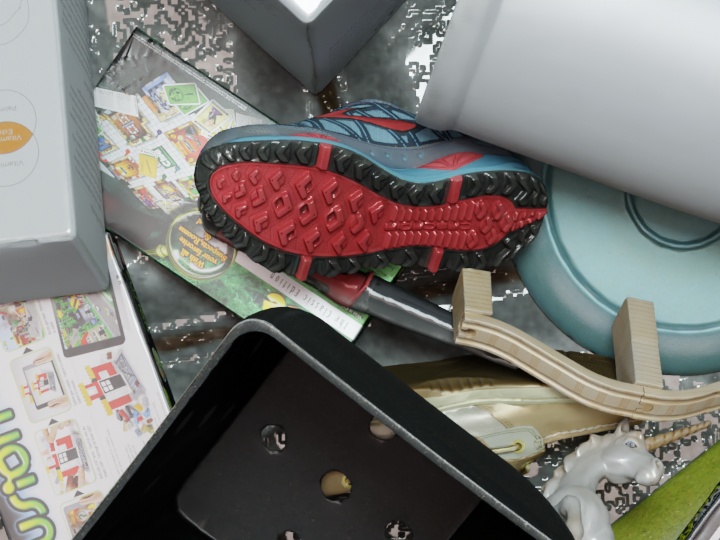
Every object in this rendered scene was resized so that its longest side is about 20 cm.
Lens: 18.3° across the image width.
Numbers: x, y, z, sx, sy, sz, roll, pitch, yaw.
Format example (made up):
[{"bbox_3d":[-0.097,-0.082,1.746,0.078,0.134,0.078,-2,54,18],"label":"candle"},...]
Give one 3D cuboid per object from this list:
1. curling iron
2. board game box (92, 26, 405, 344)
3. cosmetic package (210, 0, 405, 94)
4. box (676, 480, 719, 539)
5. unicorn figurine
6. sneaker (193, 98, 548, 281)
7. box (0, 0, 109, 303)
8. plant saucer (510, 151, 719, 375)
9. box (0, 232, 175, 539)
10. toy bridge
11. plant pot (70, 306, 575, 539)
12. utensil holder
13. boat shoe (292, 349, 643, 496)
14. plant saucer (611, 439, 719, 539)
[{"bbox_3d":[0.000,0.000,1.207,0.199,0.026,0.050,30,83,10],"label":"curling iron"},{"bbox_3d":[-0.071,-0.037,1.245,0.200,0.023,0.105,34,85,4],"label":"board game box"},{"bbox_3d":[-0.058,-0.216,1.170,0.199,0.200,0.123,42,87,3],"label":"cosmetic package"},{"bbox_3d":[0.251,0.192,1.162,0.200,0.044,0.160,38,88,4],"label":"box"},{"bbox_3d":[0.107,0.155,1.138,0.074,0.137,0.200,35,96,-11],"label":"unicorn figurine"},{"bbox_3d":[-0.004,-0.047,1.190,0.199,0.096,0.080,6,119,-29],"label":"sneaker"},{"bbox_3d":[-0.223,-0.088,1.191,0.151,0.106,0.201,-7,75,2],"label":"box"},{"bbox_3d":[0.177,-0.043,1.239,0.199,0.027,0.201,0,86,2],"label":"plant saucer"},{"bbox_3d":[-0.153,0.092,1.230,0.110,0.035,0.201,-20,86,0],"label":"box"},{"bbox_3d":[0.147,0.047,1.183,0.199,0.027,0.067,11,44,-11],"label":"toy bridge"},{"bbox_3d":[-0.020,0.133,1.096,0.200,0.177,0.200,37,105,-2],"label":"plant pot"},{"bbox_3d":[0.149,-0.121,1.152,0.199,0.170,0.171,21,86,0],"label":"utensil holder"},{"bbox_3d":[0.061,0.085,1.215,0.199,0.074,0.067,-4,103,-3],"label":"boat shoe"},{"bbox_3d":[0.213,0.207,1.208,0.199,0.048,0.200,-38,86,-2],"label":"plant saucer"}]
